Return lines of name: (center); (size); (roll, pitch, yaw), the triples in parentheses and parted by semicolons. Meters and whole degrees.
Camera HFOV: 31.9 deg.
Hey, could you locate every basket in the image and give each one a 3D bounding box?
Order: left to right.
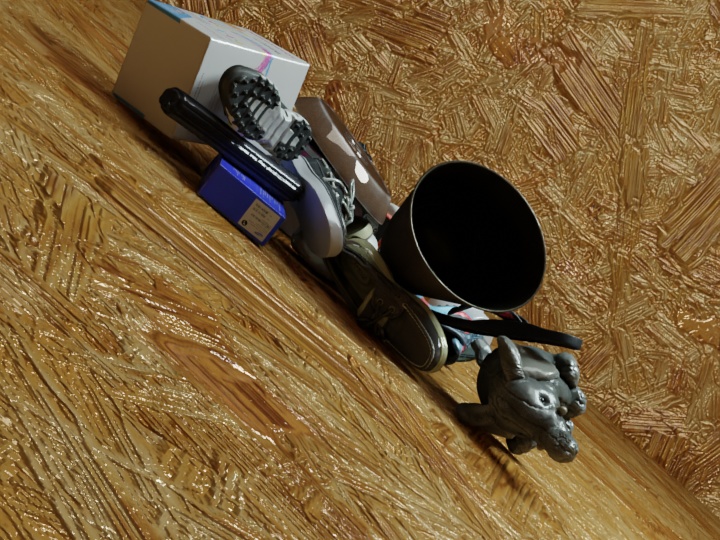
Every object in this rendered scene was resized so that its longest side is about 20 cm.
basket: (0.101, -0.032, 1.446); (0.181, 0.136, 0.200); (48, -13, -9)

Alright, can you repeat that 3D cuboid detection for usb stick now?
usb stick: (-0.144, -0.140, 1.414); (0.199, 0.033, 0.055); (35, 0, -35)

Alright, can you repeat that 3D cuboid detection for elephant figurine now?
elephant figurine: (0.180, 0.142, 1.420); (0.200, 0.153, 0.144); (8, 76, -69)

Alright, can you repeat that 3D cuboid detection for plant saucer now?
plant saucer: (-0.017, -0.151, 1.645); (0.201, 0.034, 0.200); (54, 6, -9)

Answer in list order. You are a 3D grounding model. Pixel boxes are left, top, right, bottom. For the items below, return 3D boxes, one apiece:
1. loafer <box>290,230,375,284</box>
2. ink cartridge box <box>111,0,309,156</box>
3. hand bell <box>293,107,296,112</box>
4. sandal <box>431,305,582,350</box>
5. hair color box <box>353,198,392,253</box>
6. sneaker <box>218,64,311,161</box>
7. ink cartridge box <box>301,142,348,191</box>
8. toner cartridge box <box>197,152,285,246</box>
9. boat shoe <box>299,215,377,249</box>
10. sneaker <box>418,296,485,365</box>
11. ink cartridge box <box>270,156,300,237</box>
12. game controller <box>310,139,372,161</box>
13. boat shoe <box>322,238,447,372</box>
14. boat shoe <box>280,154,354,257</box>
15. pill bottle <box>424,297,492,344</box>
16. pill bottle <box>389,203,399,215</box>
loafer: (0.000, 0.000, 1.572); (0.199, 0.068, 0.076); (37, 7, -39)
ink cartridge box: (-0.170, -0.227, 1.520); (0.128, 0.126, 0.199); (35, 18, 34)
hand bell: (-0.165, -0.250, 1.831); (0.198, 0.105, 0.104); (19, 8, -5)
sandal: (0.166, 0.056, 1.476); (0.198, 0.046, 0.075); (8, -4, 25)
hair color box: (-0.016, -0.065, 1.802); (0.200, 0.102, 0.061); (44, 9, 35)
sneaker: (-0.126, -0.186, 1.408); (0.090, 0.067, 0.200); (38, 1, 22)
ink cartridge box: (-0.095, -0.172, 1.655); (0.200, 0.037, 0.095); (43, 5, 20)
toner cartridge box: (-0.136, -0.089, 1.453); (0.095, 0.043, 0.200); (41, 6, -11)
boat shoe: (-0.033, -0.040, 1.701); (0.069, 0.074, 0.200); (69, -13, -21)
sneaker: (0.098, 0.092, 1.584); (0.199, 0.080, 0.096); (22, 23, -46)
ink cartridge box: (-0.123, -0.131, 1.710); (0.136, 0.077, 0.200); (41, 4, -11)
game controller: (-0.057, -0.178, 1.799); (0.103, 0.043, 0.199); (24, 11, 22)
boat shoe: (0.021, 0.042, 1.450); (0.066, 0.072, 0.201); (-4, 47, -46)
boat shoe: (-0.040, -0.079, 1.490); (0.067, 0.075, 0.200); (-1, 26, -19)
pill bottle: (0.106, 0.043, 1.791); (0.104, 0.104, 0.200); (36, 8, -44)
pill bottle: (0.080, -0.007, 1.957); (0.200, 0.113, 0.113); (38, 6, -35)
